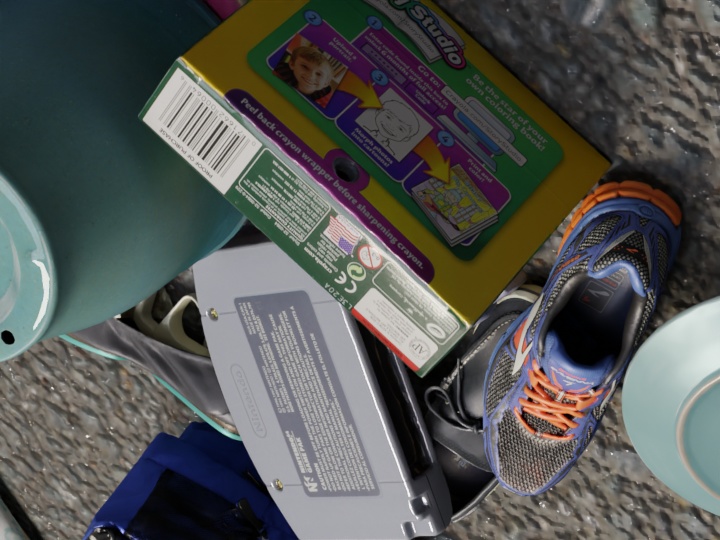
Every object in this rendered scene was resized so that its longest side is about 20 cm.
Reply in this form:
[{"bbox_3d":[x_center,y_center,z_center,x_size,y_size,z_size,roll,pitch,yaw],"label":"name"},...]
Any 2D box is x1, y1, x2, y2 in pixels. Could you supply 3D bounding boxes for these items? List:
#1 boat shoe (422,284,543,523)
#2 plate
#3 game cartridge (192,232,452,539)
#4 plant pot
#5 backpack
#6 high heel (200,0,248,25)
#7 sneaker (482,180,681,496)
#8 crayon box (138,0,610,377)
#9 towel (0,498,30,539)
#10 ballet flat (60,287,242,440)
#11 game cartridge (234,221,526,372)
[{"bbox_3d":[0.077,0.087,1.294,0.075,0.062,0.200,37,135,9],"label":"boat shoe"},{"bbox_3d":[0.238,0.086,1.152,0.200,0.026,0.200,9,136,9],"label":"plate"},{"bbox_3d":[-0.028,0.070,1.307,0.133,0.042,0.200,-5,110,48],"label":"game cartridge"},{"bbox_3d":[-0.178,-0.049,1.166,0.200,0.188,0.200,11,121,19],"label":"plant pot"},{"bbox_3d":[-0.072,0.206,1.417,0.200,0.168,0.163,30,143,8],"label":"backpack"},{"bbox_3d":[-0.084,-0.144,1.232,0.096,0.067,0.200,-14,126,33],"label":"high heel"},{"bbox_3d":[0.113,0.046,1.186,0.075,0.078,0.200,20,120,3],"label":"sneaker"},{"bbox_3d":[0.012,-0.068,1.139,0.200,0.173,0.058,43,134,1],"label":"crayon box"},{"bbox_3d":[-0.332,0.227,1.717,0.200,0.048,0.171,-17,114,43],"label":"towel"},{"bbox_3d":[-0.131,0.038,1.414,0.200,0.073,0.073,29,135,24],"label":"ballet flat"},{"bbox_3d":[0.000,0.000,1.290,0.200,0.038,0.130,-36,83,46],"label":"game cartridge"}]
